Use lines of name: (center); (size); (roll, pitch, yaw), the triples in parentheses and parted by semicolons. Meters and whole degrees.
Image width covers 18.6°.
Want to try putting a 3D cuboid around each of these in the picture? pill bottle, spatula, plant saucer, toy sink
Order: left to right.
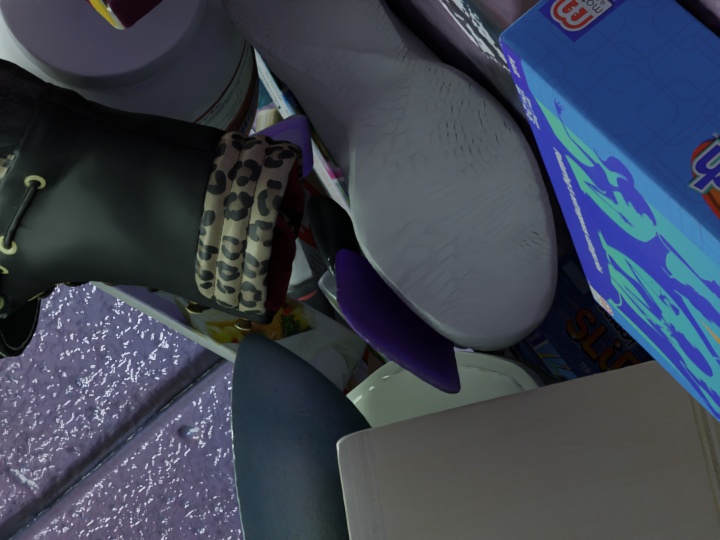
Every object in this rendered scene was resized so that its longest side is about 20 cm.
pill bottle: (-0.103, -0.101, 0.960); (0.112, 0.112, 0.200); (50, 174, 7)
spatula: (-0.035, -0.008, 1.071); (0.200, 0.056, 0.021); (72, 171, -52)
plant saucer: (-0.004, 0.118, 0.876); (0.201, 0.038, 0.202); (-14, -90, -82)
spatula: (0.000, 0.000, 0.910); (0.056, 0.021, 0.200); (32, -173, -18)
toy sink: (0.106, 0.105, 0.815); (0.130, 0.199, 0.113); (59, -161, -60)

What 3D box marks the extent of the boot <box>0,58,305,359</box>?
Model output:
boot: (-0.103, -0.010, 0.905); (0.150, 0.073, 0.200); (13, 146, 3)

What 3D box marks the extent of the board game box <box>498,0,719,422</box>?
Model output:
board game box: (0.128, 0.022, 0.595); (0.200, 0.045, 0.152); (46, 172, 33)

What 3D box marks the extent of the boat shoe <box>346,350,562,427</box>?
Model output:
boat shoe: (0.027, 0.079, 0.982); (0.201, 0.060, 0.072); (-25, 75, 47)

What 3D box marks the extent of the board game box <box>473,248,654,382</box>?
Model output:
board game box: (0.110, 0.064, 0.994); (0.136, 0.034, 0.200); (52, 174, 2)

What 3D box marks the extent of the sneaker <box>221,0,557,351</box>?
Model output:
sneaker: (0.021, -0.050, 0.878); (0.200, 0.075, 0.089); (58, -177, 22)

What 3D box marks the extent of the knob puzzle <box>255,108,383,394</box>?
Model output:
knob puzzle: (-0.031, 0.040, 1.179); (0.220, 0.030, 0.221); (-4, -90, -70)

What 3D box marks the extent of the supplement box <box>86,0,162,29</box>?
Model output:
supplement box: (-0.120, -0.201, 0.813); (0.200, 0.103, 0.131); (45, 172, 47)

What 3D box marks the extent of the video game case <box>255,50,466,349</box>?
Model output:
video game case: (-0.007, -0.057, 1.045); (0.201, 0.024, 0.182); (60, 175, -4)

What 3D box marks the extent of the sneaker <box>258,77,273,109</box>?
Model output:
sneaker: (-0.118, -0.142, 1.229); (0.200, 0.081, 0.077); (45, 170, 36)

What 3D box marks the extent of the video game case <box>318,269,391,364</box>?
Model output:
video game case: (0.059, 0.076, 1.101); (0.182, 0.022, 0.200); (45, 178, 10)

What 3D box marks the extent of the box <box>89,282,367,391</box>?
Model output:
box: (-0.091, 0.002, 1.017); (0.199, 0.039, 0.041); (30, 170, -13)
